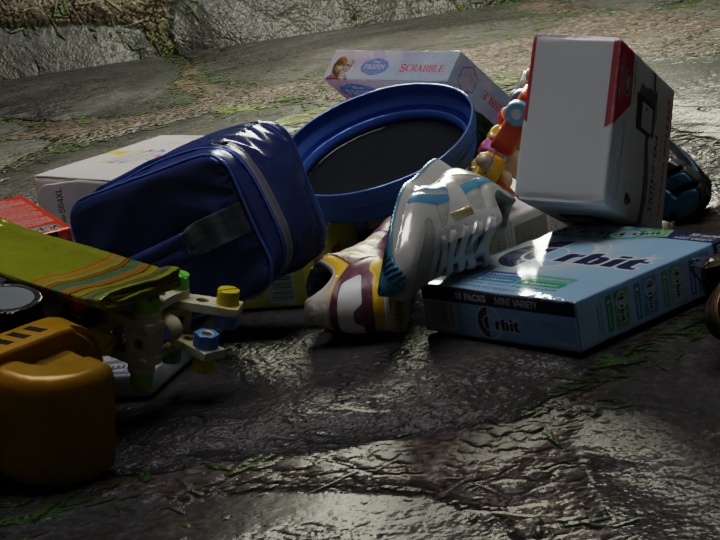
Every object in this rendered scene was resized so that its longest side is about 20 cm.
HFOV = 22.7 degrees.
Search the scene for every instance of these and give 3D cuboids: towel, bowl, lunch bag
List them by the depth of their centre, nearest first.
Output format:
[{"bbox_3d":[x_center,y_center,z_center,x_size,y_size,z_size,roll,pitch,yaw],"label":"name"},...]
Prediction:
[{"bbox_3d":[-0.236,-0.008,1.356,0.200,0.018,0.086,15,20,34],"label":"towel"},{"bbox_3d":[-0.146,-0.032,1.500,0.200,0.136,0.132,-21,6,28],"label":"lunch bag"},{"bbox_3d":[0.019,-0.113,1.728,0.200,0.039,0.201,-15,31,10],"label":"bowl"}]

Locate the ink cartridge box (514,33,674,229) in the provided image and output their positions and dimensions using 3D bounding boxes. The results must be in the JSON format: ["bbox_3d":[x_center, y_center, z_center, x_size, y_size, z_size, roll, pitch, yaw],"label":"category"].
[{"bbox_3d":[0.212,-0.115,1.587,0.083,0.146,0.200,4,-5,24],"label":"ink cartridge box"}]

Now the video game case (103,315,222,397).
[{"bbox_3d":[-0.223,0.067,1.516,0.182,0.023,0.200,-4,15,18],"label":"video game case"}]

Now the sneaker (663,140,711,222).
[{"bbox_3d":[0.253,-0.116,1.741,0.200,0.073,0.082,40,23,15],"label":"sneaker"}]

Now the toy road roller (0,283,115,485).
[{"bbox_3d":[-0.259,0.097,1.239,0.146,0.123,0.200,18,27,37],"label":"toy road roller"}]

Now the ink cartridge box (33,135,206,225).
[{"bbox_3d":[-0.212,-0.047,1.737,0.125,0.129,0.200,4,20,40],"label":"ink cartridge box"}]

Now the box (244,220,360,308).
[{"bbox_3d":[-0.058,-0.017,1.690,0.075,0.050,0.200,-4,15,14],"label":"box"}]

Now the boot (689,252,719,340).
[{"bbox_3d":[0.287,0.020,1.356,0.097,0.075,0.200,-19,4,41],"label":"boot"}]

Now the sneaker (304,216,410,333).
[{"bbox_3d":[0.000,0.000,1.542,0.090,0.075,0.200,-1,14,6],"label":"sneaker"}]

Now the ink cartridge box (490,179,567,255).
[{"bbox_3d":[0.138,-0.065,1.769,0.176,0.045,0.200,7,21,42],"label":"ink cartridge box"}]

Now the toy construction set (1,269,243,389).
[{"bbox_3d":[-0.202,0.036,1.385,0.199,0.092,0.131,2,14,34],"label":"toy construction set"}]

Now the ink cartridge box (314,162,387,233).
[{"bbox_3d":[-0.003,-0.100,1.906,0.200,0.084,0.145,-21,19,-39],"label":"ink cartridge box"}]

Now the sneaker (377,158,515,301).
[{"bbox_3d":[0.069,-0.032,1.451,0.081,0.077,0.200,19,31,11],"label":"sneaker"}]

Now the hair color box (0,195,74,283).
[{"bbox_3d":[-0.296,0.000,1.573,0.061,0.102,0.200,-13,16,-20],"label":"hair color box"}]

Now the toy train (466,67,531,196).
[{"bbox_3d":[0.148,-0.122,1.676,0.056,0.150,0.200,30,15,1],"label":"toy train"}]

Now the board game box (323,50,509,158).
[{"bbox_3d":[0.092,-0.173,1.974,0.200,0.041,0.199,7,-23,48],"label":"board game box"}]

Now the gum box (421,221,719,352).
[{"bbox_3d":[0.179,0.010,1.463,0.200,0.045,0.170,-21,18,-39],"label":"gum box"}]
